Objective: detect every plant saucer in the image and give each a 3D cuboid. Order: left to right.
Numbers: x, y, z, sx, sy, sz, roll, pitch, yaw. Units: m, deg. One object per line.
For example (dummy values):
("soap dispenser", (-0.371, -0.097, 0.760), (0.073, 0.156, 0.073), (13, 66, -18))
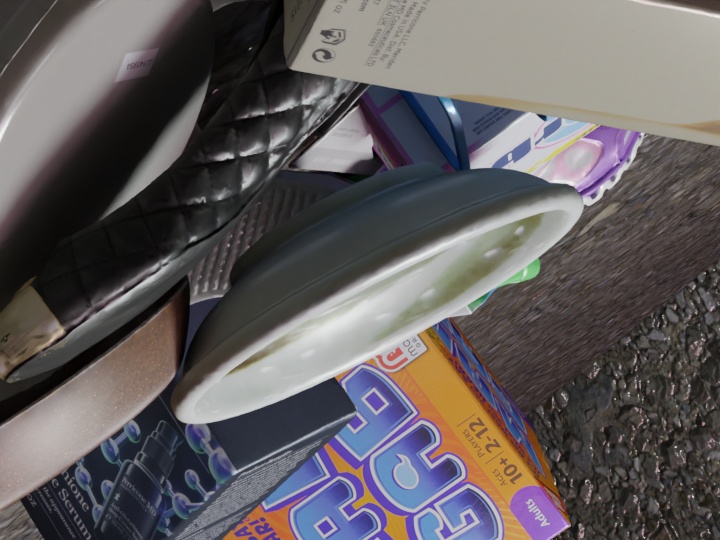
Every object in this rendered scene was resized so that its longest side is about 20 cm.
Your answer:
("plant saucer", (-0.150, 0.067, 0.734), (0.199, 0.035, 0.200), (-29, -170, 5))
("plant saucer", (0.000, 0.000, 0.771), (0.199, 0.050, 0.200), (-27, 170, -5))

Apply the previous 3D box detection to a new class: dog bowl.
("dog bowl", (-0.110, -0.052, 0.623), (0.200, 0.058, 0.200), (-53, 164, -22))

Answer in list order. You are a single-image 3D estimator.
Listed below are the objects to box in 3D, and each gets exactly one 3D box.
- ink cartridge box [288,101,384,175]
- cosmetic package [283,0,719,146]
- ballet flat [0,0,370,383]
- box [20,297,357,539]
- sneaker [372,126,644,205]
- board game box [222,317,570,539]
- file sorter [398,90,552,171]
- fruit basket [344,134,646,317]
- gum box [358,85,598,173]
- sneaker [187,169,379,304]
("ink cartridge box", (0.053, -0.123, 0.972), (0.176, 0.045, 0.200), (-38, 167, 19))
("cosmetic package", (0.075, -0.113, 0.622), (0.199, 0.106, 0.071), (10, 146, -18))
("ballet flat", (-0.063, -0.038, 0.629), (0.200, 0.057, 0.066), (-47, -176, -18))
("box", (-0.123, 0.088, 1.067), (0.107, 0.149, 0.200), (-22, 163, -45))
("sneaker", (0.079, -0.063, 0.995), (0.200, 0.081, 0.089), (-34, 157, -5))
("board game box", (0.003, 0.128, 1.286), (0.199, 0.200, 0.200), (-36, -165, 7))
("file sorter", (0.085, -0.151, 0.762), (0.199, 0.123, 0.139), (-34, 168, -1))
("fruit basket", (0.071, -0.035, 1.155), (0.184, 0.094, 0.200), (-10, -169, 36))
("gum box", (0.098, -0.109, 0.881), (0.199, 0.066, 0.114), (-35, 167, -1))
("sneaker", (-0.033, -0.028, 0.938), (0.200, 0.073, 0.114), (0, -162, 44))
